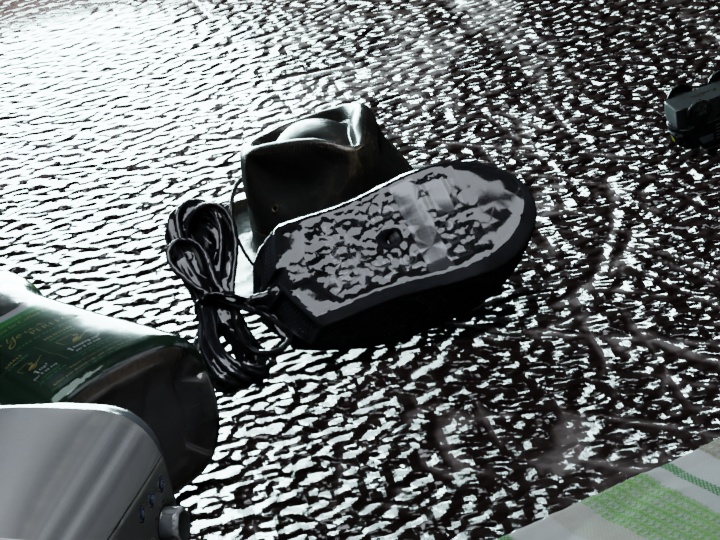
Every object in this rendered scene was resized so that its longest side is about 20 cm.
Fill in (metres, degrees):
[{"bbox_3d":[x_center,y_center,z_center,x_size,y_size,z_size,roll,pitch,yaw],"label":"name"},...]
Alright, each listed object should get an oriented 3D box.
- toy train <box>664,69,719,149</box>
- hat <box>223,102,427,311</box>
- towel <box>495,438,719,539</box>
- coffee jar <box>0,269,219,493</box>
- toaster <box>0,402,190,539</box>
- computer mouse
[{"bbox_3d":[0.277,-0.116,1.505,0.200,0.046,0.034,-20,35,-14],"label":"toy train"},{"bbox_3d":[-0.015,-0.052,1.436,0.200,0.081,0.201,-8,22,3],"label":"hat"},{"bbox_3d":[0.169,0.117,1.025,0.200,0.031,0.149,-20,26,-27],"label":"towel"},{"bbox_3d":[-0.167,0.060,1.231,0.104,0.086,0.200,-28,29,-31],"label":"coffee jar"},{"bbox_3d":[-0.176,0.132,1.028,0.199,0.114,0.129,-4,25,12],"label":"toaster"},{"bbox_3d":[0.000,0.000,1.328,0.200,0.053,0.139,-16,48,-2],"label":"computer mouse"}]
